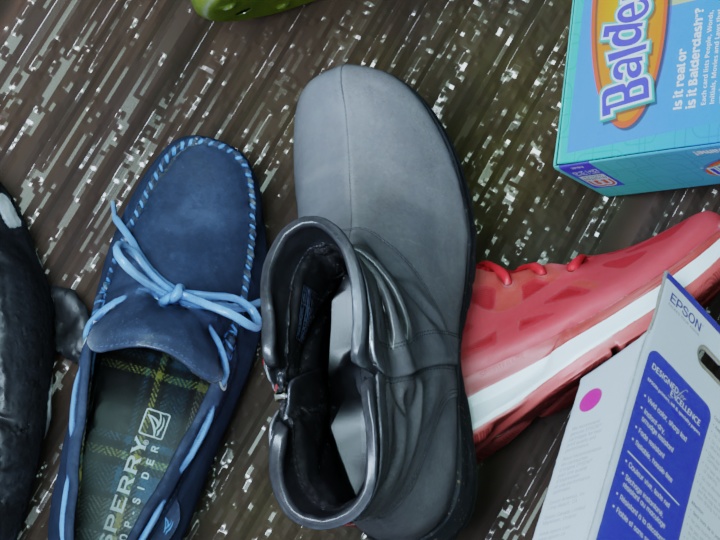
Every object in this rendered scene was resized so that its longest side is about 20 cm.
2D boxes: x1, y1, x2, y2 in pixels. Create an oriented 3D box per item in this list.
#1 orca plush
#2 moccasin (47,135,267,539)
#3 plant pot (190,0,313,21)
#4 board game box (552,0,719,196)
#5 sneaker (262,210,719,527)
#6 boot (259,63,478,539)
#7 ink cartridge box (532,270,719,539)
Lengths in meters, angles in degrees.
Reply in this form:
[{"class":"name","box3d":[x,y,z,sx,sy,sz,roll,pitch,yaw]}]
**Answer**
[{"class":"orca plush","box3d":[-0.171,0.047,0.882,0.104,0.071,0.202,12,75,5]},{"class":"moccasin","box3d":[-0.075,0.039,0.880,0.080,0.068,0.202,9,75,-1]},{"class":"plant pot","box3d":[-0.041,-0.214,0.901,0.199,0.200,0.194,-23,86,-4]},{"class":"board game box","box3d":[0.175,-0.116,0.871,0.199,0.045,0.153,-5,71,41]},{"class":"sneaker","box3d":[0.049,0.005,0.883,0.199,0.078,0.116,-31,77,-8]},{"class":"boot","box3d":[0.000,0.000,0.798,0.069,0.132,0.201,-15,71,12]},{"class":"ink cartridge box","box3d":[0.107,0.105,0.803,0.095,0.037,0.201,44,49,-26]}]
